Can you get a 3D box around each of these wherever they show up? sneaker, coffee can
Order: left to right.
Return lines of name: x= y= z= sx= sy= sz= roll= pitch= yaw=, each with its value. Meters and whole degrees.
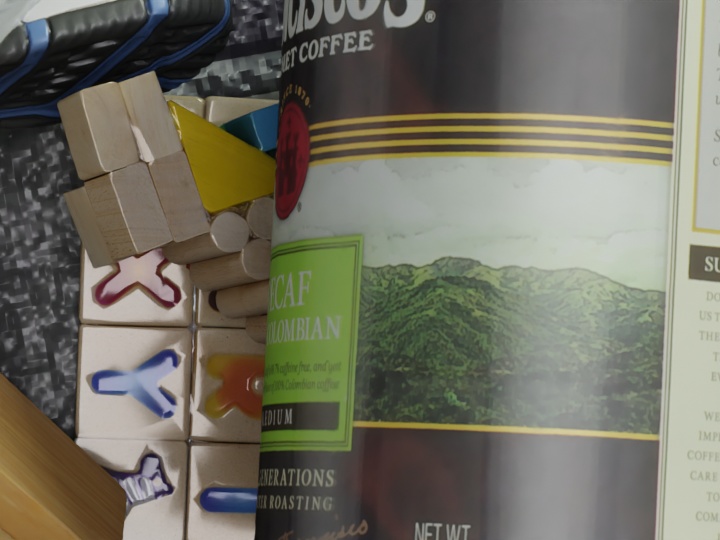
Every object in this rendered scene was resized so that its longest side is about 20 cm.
sneaker: x=-0.139 y=-0.072 z=0.766 sx=0.199 sy=0.076 sz=0.077 roll=-13 pitch=72 yaw=-8
coffee can: x=0.049 y=-0.011 z=0.692 sx=0.146 sy=0.146 sz=0.201 roll=4 pitch=84 yaw=-9

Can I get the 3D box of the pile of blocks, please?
pile of blocks: x=0.000 y=0.000 z=0.785 sx=0.200 sy=0.062 sz=0.082 roll=35 pitch=74 yaw=-16

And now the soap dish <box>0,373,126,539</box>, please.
soap dish: x=-0.169 y=0.065 z=0.719 sx=0.157 sy=0.081 sz=0.200 roll=-46 pitch=124 yaw=-5

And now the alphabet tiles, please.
alphabet tiles: x=-0.001 y=0.051 z=0.816 sx=0.167 sy=0.008 sz=0.201 roll=2 pitch=91 yaw=-9
